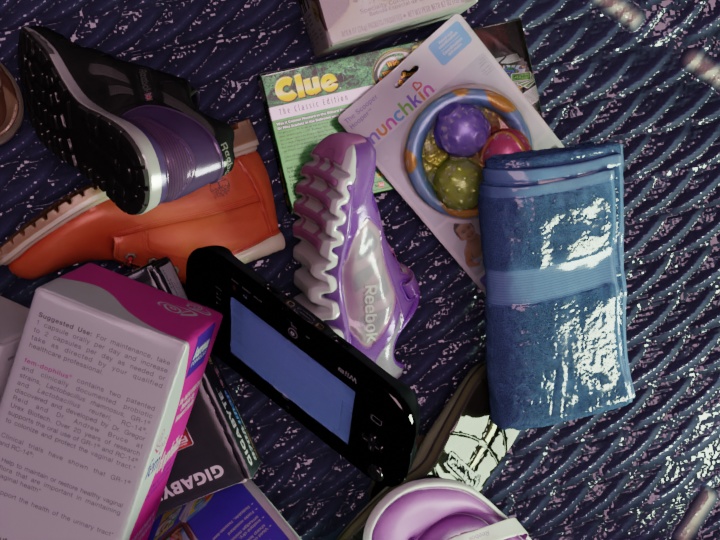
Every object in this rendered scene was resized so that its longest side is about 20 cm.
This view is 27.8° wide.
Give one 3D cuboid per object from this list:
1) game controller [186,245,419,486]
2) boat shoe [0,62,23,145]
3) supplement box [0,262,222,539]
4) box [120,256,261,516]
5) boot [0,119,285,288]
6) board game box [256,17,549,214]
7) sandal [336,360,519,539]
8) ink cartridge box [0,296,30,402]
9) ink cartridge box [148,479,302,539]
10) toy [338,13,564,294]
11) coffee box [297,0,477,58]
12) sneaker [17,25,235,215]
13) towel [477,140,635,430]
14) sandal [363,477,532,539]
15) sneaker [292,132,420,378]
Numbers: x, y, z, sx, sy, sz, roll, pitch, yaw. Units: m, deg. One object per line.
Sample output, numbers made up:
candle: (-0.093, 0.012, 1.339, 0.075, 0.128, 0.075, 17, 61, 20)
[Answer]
game controller: (-0.041, 0.062, 0.966, 0.200, 0.104, 0.042, 36, 64, 21)
boat shoe: (-0.306, -0.168, 0.986, 0.200, 0.072, 0.076, 44, 85, -7)
supplement box: (-0.172, 0.109, 0.918, 0.103, 0.101, 0.200, 19, 102, 4)
box: (-0.189, 0.101, 0.995, 0.200, 0.046, 0.159, -22, 95, 11)
boot: (-0.150, -0.021, 1.016, 0.200, 0.075, 0.107, -22, 99, -9)
board game box: (0.033, -0.113, 1.066, 0.199, 0.023, 0.105, -13, 96, -9)
sandal: (0.048, 0.150, 1.060, 0.201, 0.057, 0.080, -50, 125, -22)
ink cartridge box: (-0.303, 0.103, 0.945, 0.145, 0.083, 0.200, 22, 104, 9)
ink cartridge box: (-0.119, 0.235, 0.962, 0.198, 0.200, 0.043, -45, 118, -5)
toy: (0.092, -0.069, 1.043, 0.115, 0.047, 0.200, -41, 111, 0)
coffee box: (-0.005, -0.265, 1.027, 0.113, 0.080, 0.201, -18, 94, -8)
sneaker: (-0.158, -0.107, 0.982, 0.087, 0.200, 0.076, -20, 136, -32)
towel: (0.138, 0.012, 1.029, 0.111, 0.049, 0.201, -11, 108, -24)
sandal: (0.088, 0.204, 1.031, 0.202, 0.050, 0.083, 30, 84, -35)
sneaker: (0.000, 0.000, 1.029, 0.088, 0.080, 0.201, -2, 109, -18)
